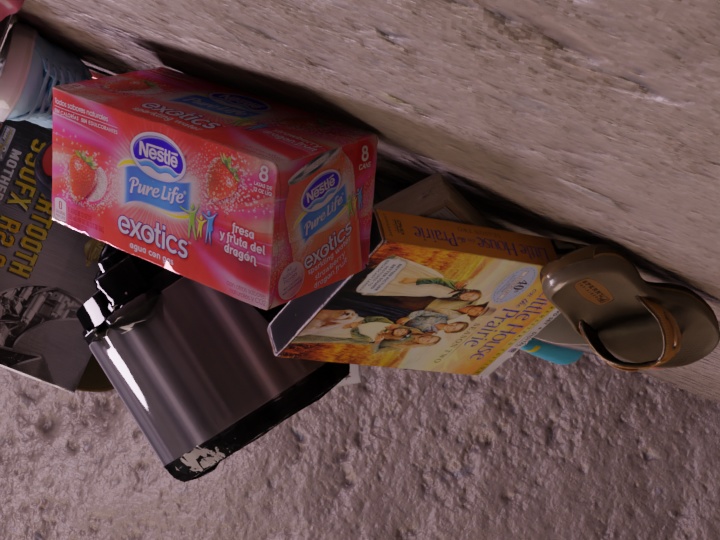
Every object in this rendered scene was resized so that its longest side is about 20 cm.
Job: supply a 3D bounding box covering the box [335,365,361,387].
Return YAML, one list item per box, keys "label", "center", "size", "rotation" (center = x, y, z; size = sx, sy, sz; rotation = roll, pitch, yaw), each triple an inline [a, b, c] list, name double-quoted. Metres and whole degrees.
- label: "box"
  center: [-0.078, 0.016, 1.321]
  size: [0.123, 0.098, 0.201]
  rotation: [-10, -141, -5]

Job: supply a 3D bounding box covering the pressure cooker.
- label: "pressure cooker"
  center: [-0.125, 0.042, 1.112]
  size: [0.201, 0.178, 0.176]
  rotation: [57, 155, 2]

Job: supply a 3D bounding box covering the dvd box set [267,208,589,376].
- label: "dvd box set"
  center: [0.053, 0.022, 1.008]
  size: [0.199, 0.146, 0.030]
  rotation: [8, -129, -36]

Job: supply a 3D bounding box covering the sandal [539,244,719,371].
- label: "sandal"
  center: [0.197, 0.040, 1.019]
  size: [0.200, 0.080, 0.054]
  rotation: [29, -142, -47]

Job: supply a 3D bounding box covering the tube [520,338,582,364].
- label: "tube"
  center: [0.164, 0.056, 1.362]
  size: [0.077, 0.051, 0.200]
  rotation: [37, -171, 28]

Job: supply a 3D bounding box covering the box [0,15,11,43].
- label: "box"
  center: [-0.329, -0.190, 1.002]
  size: [0.157, 0.050, 0.200]
  rotation: [23, 178, -16]

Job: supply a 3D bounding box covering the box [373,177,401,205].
- label: "box"
  center: [0.052, -0.003, 1.172]
  size: [0.200, 0.060, 0.117]
  rotation: [25, -154, -47]

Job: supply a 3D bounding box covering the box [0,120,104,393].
- label: "box"
  center: [-0.271, -0.020, 1.173]
  size: [0.158, 0.201, 0.048]
  rotation: [24, -173, -14]

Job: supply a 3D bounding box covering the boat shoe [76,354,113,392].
- label: "boat shoe"
  center: [-0.299, 0.047, 1.262]
  size: [0.200, 0.072, 0.066]
  rotation: [24, -173, -27]

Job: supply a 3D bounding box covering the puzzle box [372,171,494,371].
- label: "puzzle box"
  center: [0.043, 0.007, 1.036]
  size: [0.200, 0.132, 0.026]
  rotation: [38, -151, -55]

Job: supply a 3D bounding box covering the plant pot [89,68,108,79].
- label: "plant pot"
  center: [-0.233, -0.064, 1.288]
  size: [0.200, 0.196, 0.201]
  rotation: [22, 179, 1]

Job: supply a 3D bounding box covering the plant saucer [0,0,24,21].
- label: "plant saucer"
  center: [-0.291, -0.181, 0.804]
  size: [0.199, 0.051, 0.201]
  rotation: [21, 178, 1]

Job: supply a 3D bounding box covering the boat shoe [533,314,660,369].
- label: "boat shoe"
  center: [0.204, 0.039, 1.275]
  size: [0.199, 0.072, 0.063]
  rotation: [17, 180, 13]

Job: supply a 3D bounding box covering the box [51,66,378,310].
- label: "box"
  center: [-0.097, -0.059, 0.909]
  size: [0.199, 0.095, 0.102]
  rotation: [21, -153, 34]

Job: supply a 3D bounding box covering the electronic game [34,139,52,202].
- label: "electronic game"
  center: [-0.148, -0.079, 1.083]
  size: [0.198, 0.042, 0.200]
  rotation: [3, -153, -2]

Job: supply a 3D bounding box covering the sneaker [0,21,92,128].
- label: "sneaker"
  center: [-0.236, -0.143, 1.083]
  size: [0.081, 0.074, 0.200]
  rotation: [21, -170, -10]
